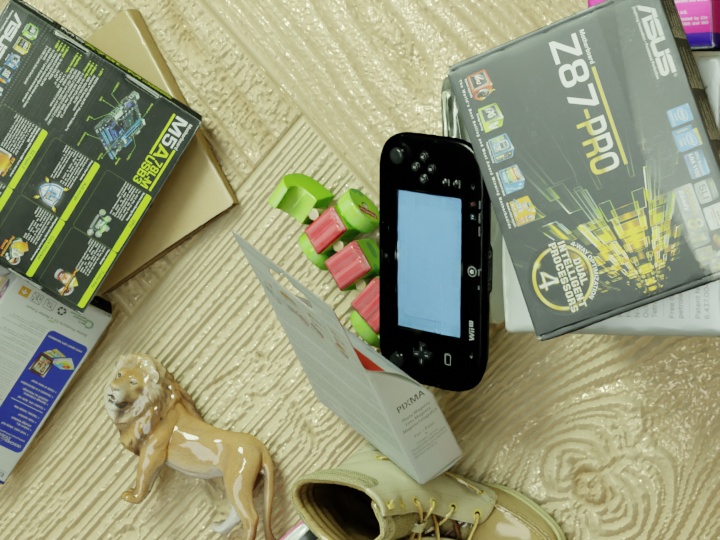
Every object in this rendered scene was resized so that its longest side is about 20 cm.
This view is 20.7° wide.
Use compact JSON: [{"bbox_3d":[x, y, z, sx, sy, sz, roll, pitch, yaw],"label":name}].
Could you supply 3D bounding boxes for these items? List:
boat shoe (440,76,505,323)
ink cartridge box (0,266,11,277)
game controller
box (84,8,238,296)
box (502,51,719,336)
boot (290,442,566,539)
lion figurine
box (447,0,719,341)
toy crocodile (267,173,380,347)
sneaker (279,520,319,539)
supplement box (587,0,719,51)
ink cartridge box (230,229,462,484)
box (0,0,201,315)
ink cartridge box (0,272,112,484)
[{"bbox_3d":[0.093,-0.058,1.581,0.063,0.071,0.202,-1,86,24],"label":"boat shoe"},{"bbox_3d":[-0.363,-0.103,1.760,0.144,0.084,0.202,12,104,32],"label":"ink cartridge box"},{"bbox_3d":[0.059,-0.007,1.545,0.104,0.042,0.202,14,110,46],"label":"game controller"},{"bbox_3d":[-0.215,-0.104,1.742,0.163,0.021,0.201,-32,80,23],"label":"box"},{"bbox_3d":[0.213,-0.057,1.449,0.170,0.199,0.202,2,94,24],"label":"box"},{"bbox_3d":[0.055,0.202,1.567,0.199,0.155,0.073,27,105,20],"label":"boot"},{"bbox_3d":[-0.139,0.158,1.710,0.198,0.072,0.124,21,90,8],"label":"lion figurine"},{"bbox_3d":[0.165,-0.072,1.334,0.160,0.049,0.202,-19,86,22],"label":"box"},{"bbox_3d":[0.000,0.000,1.629,0.067,0.062,0.201,-40,78,22],"label":"toy crocodile"},{"bbox_3d":[-0.051,0.299,1.671,0.087,0.074,0.201,29,110,20],"label":"sneaker"},{"bbox_3d":[0.230,-0.265,1.480,0.102,0.101,0.202,1,94,25],"label":"supplement box"},{"bbox_3d":[-0.010,0.058,1.549,0.162,0.057,0.201,35,153,49],"label":"ink cartridge box"},{"bbox_3d":[-0.265,-0.097,1.673,0.192,0.048,0.201,31,97,-13],"label":"box"},{"bbox_3d":[-0.313,0.092,1.769,0.094,0.037,0.201,28,107,-21],"label":"ink cartridge box"}]
